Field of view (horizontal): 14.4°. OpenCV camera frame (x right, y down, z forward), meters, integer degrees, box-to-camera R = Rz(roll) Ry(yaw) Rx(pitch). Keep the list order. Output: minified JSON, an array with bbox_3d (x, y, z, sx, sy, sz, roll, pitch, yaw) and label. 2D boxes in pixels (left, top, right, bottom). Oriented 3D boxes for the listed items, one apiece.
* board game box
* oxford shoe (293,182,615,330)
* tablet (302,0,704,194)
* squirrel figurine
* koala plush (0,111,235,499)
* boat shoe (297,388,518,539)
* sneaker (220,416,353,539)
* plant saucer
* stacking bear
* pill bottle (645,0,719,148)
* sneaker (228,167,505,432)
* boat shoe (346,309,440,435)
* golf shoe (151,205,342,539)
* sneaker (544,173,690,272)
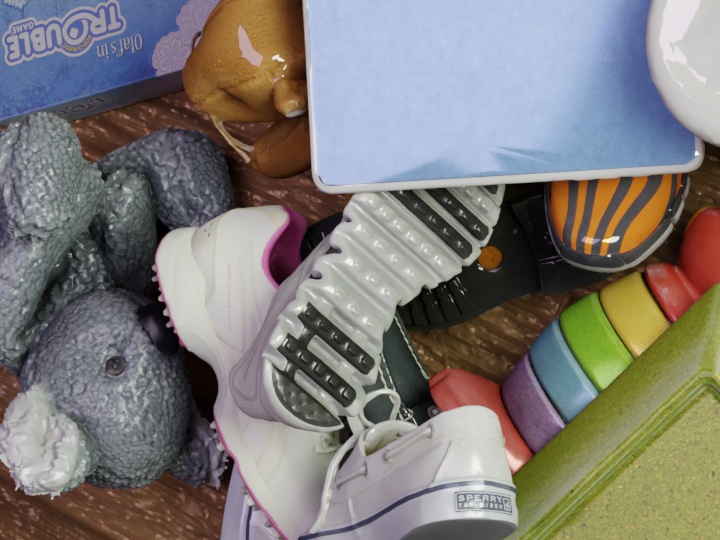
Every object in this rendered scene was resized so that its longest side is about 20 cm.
[{"bbox_3d":[-0.144,-0.204,1.729,0.199,0.043,0.200,-14,78,29],"label":"board game box"},{"bbox_3d":[0.061,-0.015,1.561,0.199,0.084,0.073,-6,107,18],"label":"oxford shoe"},{"bbox_3d":[0.070,-0.108,1.427,0.199,0.014,0.131,-3,90,10],"label":"tablet"},{"bbox_3d":[0.003,-0.125,1.546,0.199,0.186,0.142,-20,73,27],"label":"squirrel figurine"},{"bbox_3d":[-0.157,0.041,1.640,0.184,0.177,0.201,-38,66,34],"label":"koala plush"},{"bbox_3d":[0.019,0.104,1.438,0.202,0.074,0.087,141,131,-64],"label":"boat shoe"},{"bbox_3d":[-0.028,0.086,1.612,0.070,0.073,0.201,9,97,22],"label":"sneaker"},{"bbox_3d":[0.171,0.142,1.394,0.200,0.048,0.200,-44,78,14],"label":"plant saucer"},{"bbox_3d":[0.155,0.043,1.482,0.200,0.121,0.114,-41,67,13],"label":"stacking bear"},{"bbox_3d":[0.229,-0.101,1.399,0.116,0.200,0.117,-5,81,30],"label":"pill bottle"},{"bbox_3d":[0.000,0.000,1.474,0.200,0.075,0.081,-50,15,-25],"label":"sneaker"},{"bbox_3d":[0.039,0.098,1.538,0.060,0.076,0.201,-12,109,24],"label":"boat shoe"},{"bbox_3d":[-0.039,0.058,1.538,0.091,0.075,0.201,-25,86,17],"label":"golf shoe"},{"bbox_3d":[0.139,-0.103,1.459,0.077,0.112,0.201,10,58,15],"label":"sneaker"}]
